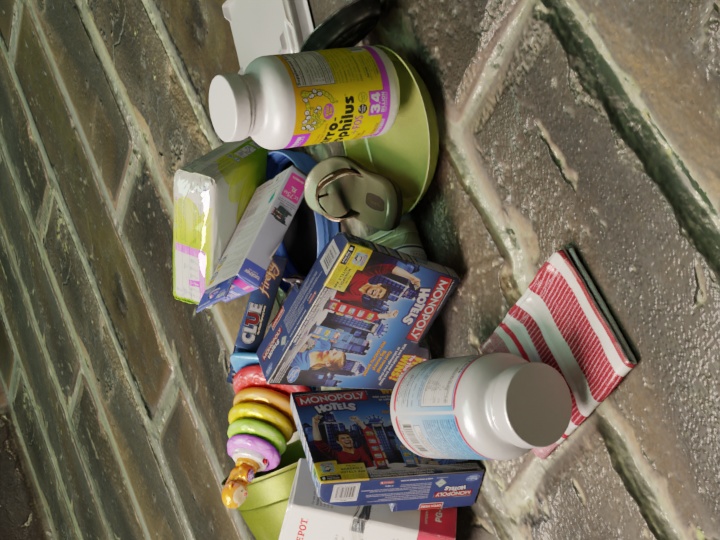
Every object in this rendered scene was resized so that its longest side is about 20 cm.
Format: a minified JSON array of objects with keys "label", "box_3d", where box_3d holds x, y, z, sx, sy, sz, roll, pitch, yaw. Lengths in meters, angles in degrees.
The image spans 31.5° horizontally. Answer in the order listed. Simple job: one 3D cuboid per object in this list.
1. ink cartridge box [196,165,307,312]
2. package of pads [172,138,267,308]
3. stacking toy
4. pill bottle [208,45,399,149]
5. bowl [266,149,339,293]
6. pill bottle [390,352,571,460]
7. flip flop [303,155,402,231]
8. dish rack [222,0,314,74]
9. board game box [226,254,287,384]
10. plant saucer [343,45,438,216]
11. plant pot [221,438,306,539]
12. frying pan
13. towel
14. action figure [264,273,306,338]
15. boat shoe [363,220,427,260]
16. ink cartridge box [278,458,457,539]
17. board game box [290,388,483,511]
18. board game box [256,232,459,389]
[{"label":"ink cartridge box","box_3d":[-0.139,-0.032,1.645,0.119,0.042,0.200,-23,37,61]},{"label":"package of pads","box_3d":[-0.192,-0.065,1.728,0.068,0.154,0.201,16,119,21]},{"label":"stacking toy","box_3d":[-0.129,0.208,1.594,0.116,0.109,0.200,73,-151,-48]},{"label":"pill bottle","box_3d":[-0.063,-0.191,1.422,0.104,0.199,0.105,31,126,55]},{"label":"bowl","box_3d":[-0.089,-0.066,1.745,0.200,0.039,0.201,29,124,55]},{"label":"pill bottle","box_3d":[0.124,0.140,1.313,0.200,0.108,0.109,-12,89,60]},{"label":"flip flop","box_3d":[-0.019,-0.088,1.528,0.200,0.057,0.081,26,122,56]},{"label":"dish rack","box_3d":[-0.130,-0.330,1.724,0.200,0.043,0.172,-21,80,60]},{"label":"board game box","box_3d":[-0.143,0.071,1.735,0.200,0.034,0.136,116,171,-69]},{"label":"plant saucer","box_3d":[0.038,-0.163,1.489,0.200,0.031,0.201,31,127,54]},{"label":"plant pot","box_3d":[-0.055,0.330,1.693,0.200,0.200,0.193,-21,93,61]},{"label":"frying pan","box_3d":[-0.034,-0.264,1.506,0.031,0.115,0.190,54,148,6]},{"label":"towel","box_3d":[0.196,0.087,1.300,0.144,0.023,0.200,64,148,25]},{"label":"action figure","box_3d":[-0.063,0.073,1.675,0.200,0.118,0.102,122,160,-61]},{"label":"boat shoe","box_3d":[0.000,0.000,1.548,0.200,0.072,0.062,-23,60,34]},{"label":"ink cartridge box","box_3d":[0.004,0.320,1.536,0.084,0.199,0.145,-80,3,-52]},{"label":"board game box","box_3d":[0.019,0.195,1.525,0.200,0.199,0.062,-113,28,-50]},{"label":"board game box","box_3d":[0.016,0.060,1.462,0.200,0.199,0.062,-59,32,23]}]
